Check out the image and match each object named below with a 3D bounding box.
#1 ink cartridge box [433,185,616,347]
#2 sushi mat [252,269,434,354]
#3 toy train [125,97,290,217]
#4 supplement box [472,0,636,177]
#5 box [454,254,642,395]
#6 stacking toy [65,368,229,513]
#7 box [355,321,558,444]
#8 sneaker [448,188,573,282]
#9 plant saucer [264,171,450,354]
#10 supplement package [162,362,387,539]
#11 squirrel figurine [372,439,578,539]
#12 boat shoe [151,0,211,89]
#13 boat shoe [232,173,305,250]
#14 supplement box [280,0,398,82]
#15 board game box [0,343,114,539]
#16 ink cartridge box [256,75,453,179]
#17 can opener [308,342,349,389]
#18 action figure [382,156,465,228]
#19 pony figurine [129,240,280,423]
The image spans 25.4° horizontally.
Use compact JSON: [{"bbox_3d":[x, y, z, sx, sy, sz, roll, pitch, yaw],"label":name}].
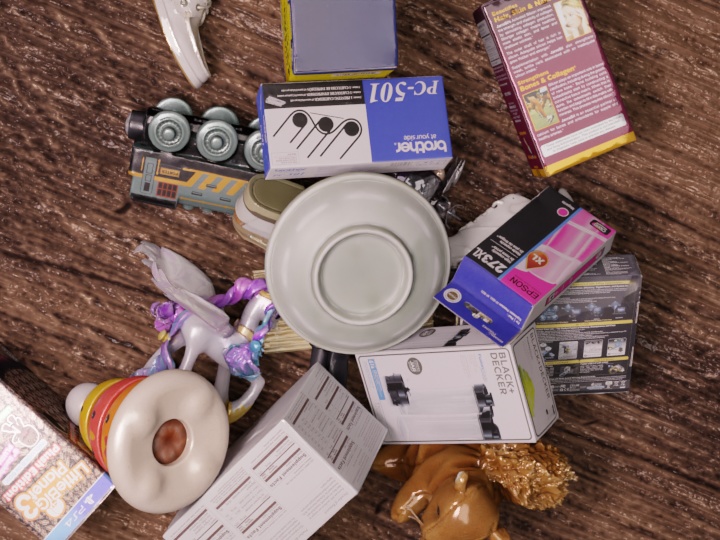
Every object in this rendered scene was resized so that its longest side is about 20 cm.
[{"bbox_3d":[0.175,-0.007,1.680,0.094,0.037,0.200,36,55,22],"label":"ink cartridge box"},{"bbox_3d":[-0.018,0.036,1.790,0.198,0.012,0.097,-6,94,-3],"label":"sushi mat"},{"bbox_3d":[-0.162,-0.117,1.741,0.198,0.085,0.115,11,109,-8],"label":"toy train"},{"bbox_3d":[0.212,-0.215,1.759,0.110,0.086,0.201,-22,94,-2],"label":"supplement box"},{"bbox_3d":[0.202,0.064,1.756,0.198,0.049,0.162,-3,125,-3],"label":"box"},{"bbox_3d":[-0.245,0.161,1.659,0.145,0.199,0.148,-8,103,-41],"label":"stacking toy"},{"bbox_3d":[0.103,0.122,1.715,0.199,0.060,0.118,-4,110,34],"label":"box"},{"bbox_3d":[0.154,-0.037,1.781,0.198,0.075,0.088,-10,79,-8],"label":"sneaker"},{"bbox_3d":[0.000,0.000,1.665,0.198,0.050,0.202,-2,110,-7],"label":"plant saucer"},{"bbox_3d":[-0.087,0.224,1.693,0.111,0.156,0.200,44,113,-5],"label":"supplement package"},{"bbox_3d":[0.127,0.229,1.723,0.199,0.187,0.142,-30,94,-3],"label":"squirrel figurine"},{"bbox_3d":[-0.192,-0.300,1.733,0.069,0.071,0.202,-19,93,-1],"label":"boat shoe"},{"bbox_3d":[-0.043,-0.037,1.724,0.199,0.068,0.075,26,47,-12],"label":"boat shoe"},{"bbox_3d":[-0.026,-0.256,1.682,0.108,0.200,0.110,-3,93,-5],"label":"supplement box"},{"bbox_3d":[-0.357,0.184,1.700,0.200,0.159,0.097,43,89,-6],"label":"board game box"},{"bbox_3d":[-0.006,-0.152,1.697,0.198,0.044,0.095,-4,77,-13],"label":"ink cartridge box"},{"bbox_3d":[-0.037,0.100,1.762,0.078,0.063,0.202,-3,109,-31],"label":"can opener"},{"bbox_3d":[0.031,-0.111,1.761,0.199,0.069,0.131,36,85,-8],"label":"action figure"},{"bbox_3d":[-0.169,0.065,1.725,0.192,0.167,0.201,25,100,-20],"label":"pony figurine"}]
